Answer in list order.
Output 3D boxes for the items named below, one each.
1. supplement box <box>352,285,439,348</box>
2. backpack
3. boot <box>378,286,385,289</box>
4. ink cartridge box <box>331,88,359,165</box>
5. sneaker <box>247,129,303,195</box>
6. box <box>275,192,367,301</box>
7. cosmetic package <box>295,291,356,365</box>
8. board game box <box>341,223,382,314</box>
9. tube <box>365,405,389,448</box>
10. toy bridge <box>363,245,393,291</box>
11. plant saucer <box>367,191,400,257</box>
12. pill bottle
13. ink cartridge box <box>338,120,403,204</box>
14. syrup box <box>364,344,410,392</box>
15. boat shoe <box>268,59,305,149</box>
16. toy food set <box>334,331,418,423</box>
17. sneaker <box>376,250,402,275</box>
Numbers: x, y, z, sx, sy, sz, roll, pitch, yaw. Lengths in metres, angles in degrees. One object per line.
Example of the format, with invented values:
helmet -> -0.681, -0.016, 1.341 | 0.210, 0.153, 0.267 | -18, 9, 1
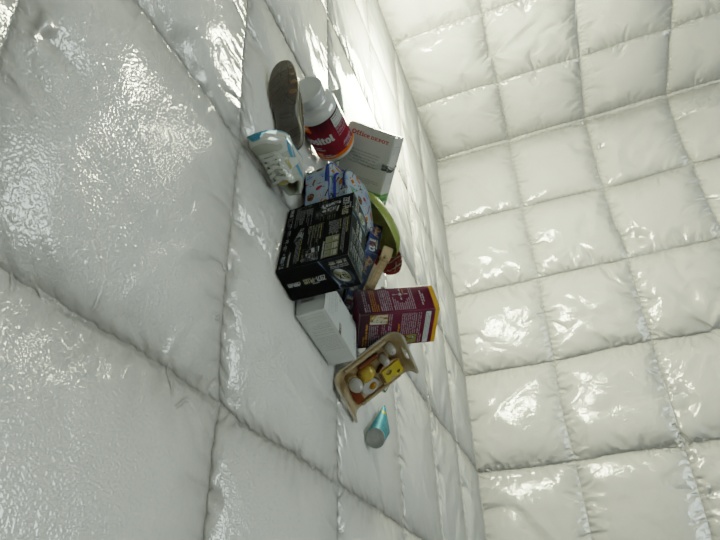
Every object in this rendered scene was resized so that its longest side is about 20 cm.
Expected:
supplement box -> 0.081, 0.110, 1.547 | 0.087, 0.194, 0.112 | -105, -166, -50
backpack -> -0.060, -0.159, 1.545 | 0.201, 0.151, 0.194 | 52, 19, -51
boot -> 0.065, 0.144, 1.893 | 0.174, 0.067, 0.206 | 52, 42, -83
ink cartridge box -> -0.052, -0.395, 1.857 | 0.200, 0.081, 0.150 | 48, 33, -60
sneaker -> -0.166, -0.222, 1.325 | 0.200, 0.075, 0.083 | 37, 45, -65
box -> -0.077, -0.052, 1.350 | 0.203, 0.160, 0.087 | -86, 157, -47
cosmetic package -> -0.071, 0.109, 1.416 | 0.201, 0.072, 0.104 | 59, 23, -47
board game box -> 0.000, 0.000, 1.609 | 0.137, 0.034, 0.203 | -79, -170, -57
tube -> 0.054, 0.414, 1.696 | 0.200, 0.049, 0.080 | -6, 91, -80
toy bridge -> 0.031, 0.019, 1.564 | 0.201, 0.027, 0.068 | 119, -9, -55
plant saucer -> 0.045, -0.127, 1.672 | 0.201, 0.031, 0.201 | 52, -15, 20
pill bottle -> -0.098, -0.380, 1.626 | 0.201, 0.110, 0.115 | 56, 26, -51
ink cartridge box -> 0.020, -0.285, 1.751 | 0.084, 0.143, 0.205 | -24, 134, -66
syrup box -> 0.070, 0.198, 1.653 | 0.203, 0.080, 0.079 | -61, 155, -12
boat shoe -> -0.166, -0.371, 1.474 | 0.073, 0.072, 0.206 | 5, 81, -84
toy food set -> 0.041, 0.254, 1.525 | 0.060, 0.198, 0.145 | 43, -16, 49
sneaker -> 0.071, -0.085, 1.813 | 0.082, 0.076, 0.205 | -65, 140, -67
